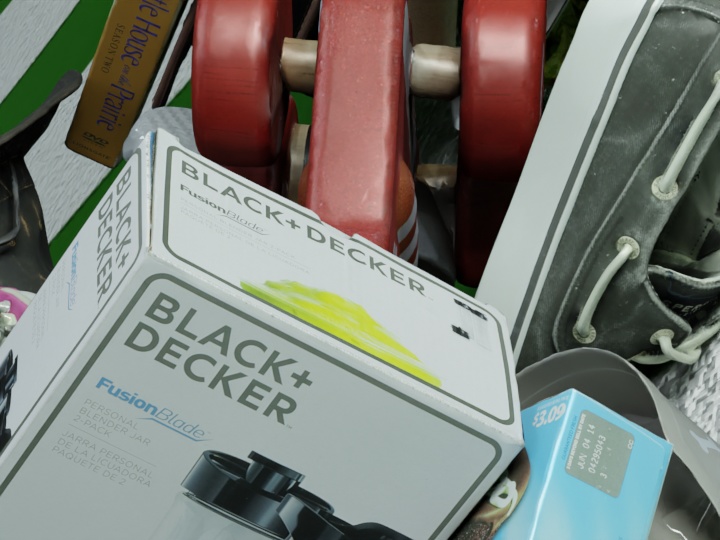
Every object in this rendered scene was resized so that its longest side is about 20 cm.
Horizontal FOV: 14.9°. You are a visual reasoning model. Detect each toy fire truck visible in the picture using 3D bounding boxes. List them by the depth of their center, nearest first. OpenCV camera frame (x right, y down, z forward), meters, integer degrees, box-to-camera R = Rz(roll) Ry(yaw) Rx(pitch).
[{"bbox_3d":[0.000,0.000,0.913,0.200,0.112,0.169,87,-173,-63],"label":"toy fire truck"}]

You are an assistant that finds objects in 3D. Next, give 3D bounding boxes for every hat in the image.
[{"bbox_3d":[-0.168,0.003,1.156,0.200,0.081,0.201,-40,3,3],"label":"hat"}]

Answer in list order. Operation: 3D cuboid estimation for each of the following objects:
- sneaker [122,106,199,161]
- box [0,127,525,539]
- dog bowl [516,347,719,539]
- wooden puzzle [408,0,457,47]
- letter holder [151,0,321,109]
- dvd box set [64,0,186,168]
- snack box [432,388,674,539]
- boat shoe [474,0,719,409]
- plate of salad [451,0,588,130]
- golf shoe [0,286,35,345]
[{"bbox_3d":[-0.062,0.038,1.071,0.115,0.075,0.200,-52,50,37],"label":"sneaker"},{"bbox_3d":[-0.059,0.073,0.741,0.200,0.116,0.060,-52,21,25],"label":"box"},{"bbox_3d":[0.049,0.124,0.776,0.200,0.059,0.200,-50,23,30],"label":"dog bowl"},{"bbox_3d":[-0.014,-0.185,0.949,0.046,0.200,0.185,-28,-19,-10],"label":"wooden puzzle"},{"bbox_3d":[-0.009,-0.123,1.095,0.142,0.100,0.200,-72,7,-56],"label":"letter holder"},{"bbox_3d":[-0.073,-0.151,1.163,0.200,0.029,0.147,121,170,-60],"label":"dvd box set"},{"bbox_3d":[0.005,0.112,0.760,0.200,0.037,0.117,-30,37,57],"label":"snack box"},{"bbox_3d":[0.079,0.000,0.838,0.071,0.064,0.201,-33,-34,-49],"label":"boat shoe"},{"bbox_3d":[0.089,-0.140,1.043,0.201,0.048,0.200,-63,8,16],"label":"plate of salad"},{"bbox_3d":[-0.080,0.073,0.982,0.200,0.091,0.076,47,122,45],"label":"golf shoe"}]
